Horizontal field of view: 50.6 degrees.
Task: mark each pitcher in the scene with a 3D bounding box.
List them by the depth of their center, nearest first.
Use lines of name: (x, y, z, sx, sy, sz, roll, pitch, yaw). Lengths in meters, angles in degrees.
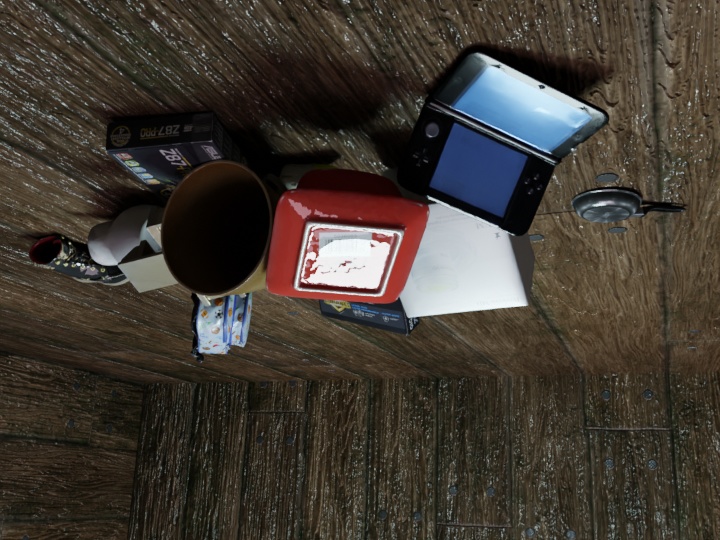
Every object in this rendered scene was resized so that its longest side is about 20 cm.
pitcher: (-0.387, -0.059, 1.401, 0.169, 0.124, 0.198, -12, -174, -39)

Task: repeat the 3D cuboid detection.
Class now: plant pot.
plant pot: (-0.165, -0.047, 1.136, 0.183, 0.191, 0.199, -4, 171, 22)

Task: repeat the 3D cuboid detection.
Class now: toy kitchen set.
toy kitchen set: (-0.298, -0.064, 1.276, 0.160, 0.183, 0.201, -13, 138, 12)

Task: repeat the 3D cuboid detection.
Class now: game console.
game console: (0.170, -0.147, 0.935, 0.197, 0.179, 0.116, 21, -173, -14)

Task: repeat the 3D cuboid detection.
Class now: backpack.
backpack: (-0.325, 0.091, 1.755, 0.150, 0.204, 0.191, -2, 158, -3)

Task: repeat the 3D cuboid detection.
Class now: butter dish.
butter dish: (-0.024, -0.067, 1.030, 0.195, 0.150, 0.201, 5, 138, -11)

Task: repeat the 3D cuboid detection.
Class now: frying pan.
frying pan: (0.440, -0.098, 1.281, 0.187, 0.032, 0.114, 14, 162, -26)

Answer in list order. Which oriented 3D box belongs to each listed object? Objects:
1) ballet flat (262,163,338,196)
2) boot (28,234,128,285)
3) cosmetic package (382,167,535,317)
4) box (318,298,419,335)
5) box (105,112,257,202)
ballet flat: (-0.111, -0.132, 1.188, 0.198, 0.068, 0.067, -13, 135, 47)
boot: (-0.579, -0.023, 1.599, 0.196, 0.075, 0.150, 0, 164, 26)
cosmetic package: (0.141, -0.050, 1.140, 0.196, 0.124, 0.202, -8, 126, 25)
box: (0.000, 0.000, 1.321, 0.197, 0.202, 0.050, 11, -145, 35)
box: (-0.256, -0.161, 1.122, 0.157, 0.050, 0.200, -4, 163, 9)
